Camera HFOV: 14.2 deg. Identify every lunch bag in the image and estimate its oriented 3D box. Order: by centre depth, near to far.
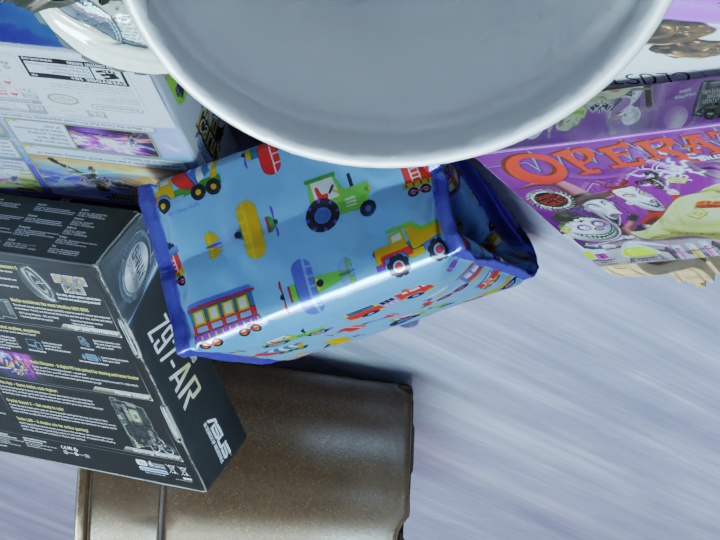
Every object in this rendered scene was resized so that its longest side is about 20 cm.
[{"bbox_3d":[0.000,0.000,1.466,0.150,0.094,0.200,-20,160,13],"label":"lunch bag"}]

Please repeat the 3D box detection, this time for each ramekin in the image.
[{"bbox_3d":[0.011,-0.146,0.985,0.200,0.105,0.200,-2,120,-3],"label":"ramekin"}]

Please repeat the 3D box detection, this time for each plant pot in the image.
[{"bbox_3d":[-0.068,0.139,1.779,0.198,0.201,0.200,3,159,-1],"label":"plant pot"}]

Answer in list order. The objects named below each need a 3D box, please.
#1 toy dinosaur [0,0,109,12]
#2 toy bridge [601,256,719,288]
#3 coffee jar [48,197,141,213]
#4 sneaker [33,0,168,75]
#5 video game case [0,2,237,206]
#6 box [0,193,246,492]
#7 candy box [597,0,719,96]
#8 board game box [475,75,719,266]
[{"bbox_3d":[-0.108,-0.168,1.128,0.200,0.102,0.136,37,137,-7],"label":"toy dinosaur"},{"bbox_3d":[0.127,-0.033,1.378,0.027,0.067,0.200,-1,155,30],"label":"toy bridge"},{"bbox_3d":[-0.162,0.005,1.597,0.200,0.085,0.104,-12,136,47],"label":"coffee jar"},{"bbox_3d":[-0.049,-0.127,1.244,0.200,0.078,0.086,13,148,-23],"label":"sneaker"},{"bbox_3d":[-0.175,-0.091,1.415,0.200,0.046,0.181,7,158,12],"label":"video game case"},{"bbox_3d":[-0.174,0.033,1.520,0.200,0.044,0.160,7,135,35],"label":"box"},{"bbox_3d":[0.109,-0.110,1.180,0.168,0.072,0.200,-1,156,26],"label":"candy box"},{"bbox_3d":[0.161,-0.043,1.191,0.200,0.032,0.120,-6,149,32],"label":"board game box"}]
